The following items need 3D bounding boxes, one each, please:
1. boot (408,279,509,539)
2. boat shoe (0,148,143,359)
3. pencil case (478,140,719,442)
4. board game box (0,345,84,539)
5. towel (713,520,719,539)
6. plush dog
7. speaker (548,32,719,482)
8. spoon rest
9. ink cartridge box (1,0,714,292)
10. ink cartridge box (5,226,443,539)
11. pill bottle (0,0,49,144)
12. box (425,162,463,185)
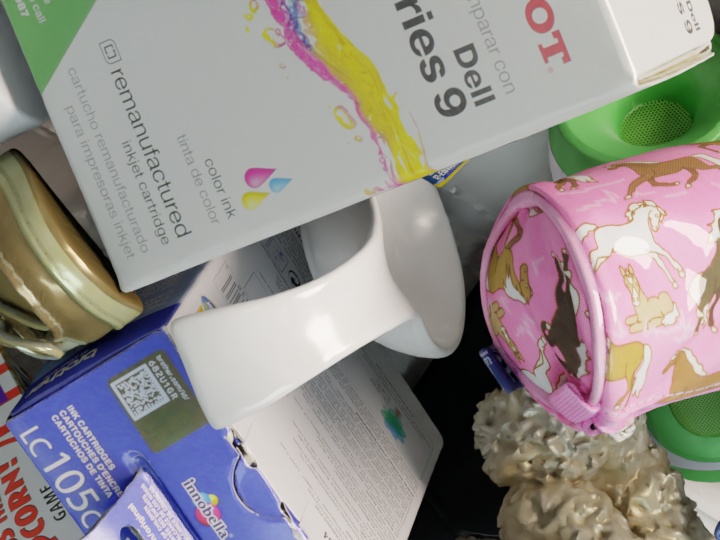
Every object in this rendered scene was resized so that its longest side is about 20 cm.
[{"bbox_3d":[0.005,0.079,1.204,0.167,0.077,0.201,-11,145,-6],"label":"boot"},{"bbox_3d":[-0.128,0.001,1.013,0.063,0.201,0.073,-39,105,-9],"label":"boat shoe"},{"bbox_3d":[0.139,-0.002,1.017,0.199,0.083,0.087,-13,129,-30],"label":"pencil case"},{"bbox_3d":[-0.096,0.130,1.130,0.046,0.152,0.200,-31,152,0],"label":"board game box"},{"bbox_3d":[0.220,0.045,1.140,0.147,0.024,0.200,-35,175,24],"label":"towel"},{"bbox_3d":[0.068,0.154,1.083,0.160,0.172,0.201,36,132,10],"label":"plush dog"},{"bbox_3d":[0.127,-0.003,1.135,0.088,0.089,0.201,-15,138,4],"label":"speaker"},{"bbox_3d":[0.000,0.000,1.039,0.060,0.200,0.100,-17,101,25],"label":"spoon rest"},{"bbox_3d":[-0.007,-0.097,0.920,0.199,0.087,0.146,-20,94,26],"label":"ink cartridge box"},{"bbox_3d":[-0.048,0.065,1.056,0.076,0.200,0.137,-30,103,18],"label":"ink cartridge box"},{"bbox_3d":[-0.211,-0.055,0.983,0.199,0.115,0.114,-23,137,13],"label":"pill bottle"},{"bbox_3d":[0.062,-0.122,0.987,0.064,0.070,0.200,26,127,-30],"label":"box"}]
